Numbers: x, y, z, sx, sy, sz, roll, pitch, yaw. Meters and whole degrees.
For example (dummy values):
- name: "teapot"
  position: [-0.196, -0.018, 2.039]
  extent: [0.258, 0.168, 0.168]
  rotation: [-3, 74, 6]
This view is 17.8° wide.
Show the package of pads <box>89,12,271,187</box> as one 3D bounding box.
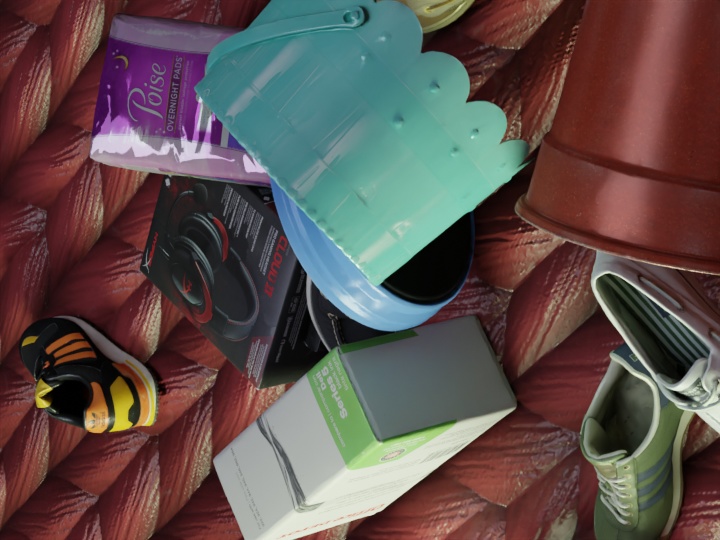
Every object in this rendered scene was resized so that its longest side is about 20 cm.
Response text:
- name: "package of pads"
  position: [-0.106, -0.130, 1.797]
  extent: [0.198, 0.076, 0.122]
  rotation: [8, 88, 14]

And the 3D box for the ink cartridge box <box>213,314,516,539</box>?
- name: "ink cartridge box"
  position: [0.000, 0.124, 1.758]
  extent: [0.200, 0.145, 0.085]
  rotation: [-42, 67, 46]

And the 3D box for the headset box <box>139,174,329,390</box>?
- name: "headset box"
  position: [-0.083, -0.012, 1.878]
  extent: [0.200, 0.075, 0.150]
  rotation: [43, 128, 35]

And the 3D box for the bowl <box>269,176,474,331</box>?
- name: "bowl"
  position: [0.013, -0.058, 1.662]
  extent: [0.039, 0.200, 0.202]
  rotation: [-21, 83, 35]

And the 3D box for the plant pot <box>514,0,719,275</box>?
- name: "plant pot"
  position: [0.209, -0.116, 1.427]
  extent: [0.200, 0.200, 0.197]
  rotation: [22, 108, 45]

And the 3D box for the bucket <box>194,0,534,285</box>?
- name: "bucket"
  position: [-0.002, -0.100, 1.486]
  extent: [0.135, 0.207, 0.207]
  rotation: [-42, 59, 1]

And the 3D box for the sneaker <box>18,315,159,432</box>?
- name: "sneaker"
  position: [-0.273, 0.096, 2.119]
  extent: [0.199, 0.090, 0.071]
  rotation: [24, 117, 44]

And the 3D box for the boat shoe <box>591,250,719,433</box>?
- name: "boat shoe"
  position: [0.216, 0.062, 1.488]
  extent: [0.200, 0.067, 0.074]
  rotation: [45, 130, -4]

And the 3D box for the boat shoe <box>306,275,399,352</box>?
- name: "boat shoe"
  position: [0.000, 0.000, 1.757]
  extent: [0.060, 0.073, 0.202]
  rotation: [-130, 31, -58]

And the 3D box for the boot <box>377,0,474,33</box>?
- name: "boot"
  position: [0.027, -0.221, 1.627]
  extent: [0.199, 0.155, 0.073]
  rotation: [-18, 78, 49]

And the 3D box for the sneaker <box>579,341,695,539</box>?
- name: "sneaker"
  position: [0.181, 0.123, 1.586]
  extent: [0.067, 0.089, 0.202]
  rotation: [38, 126, 37]
